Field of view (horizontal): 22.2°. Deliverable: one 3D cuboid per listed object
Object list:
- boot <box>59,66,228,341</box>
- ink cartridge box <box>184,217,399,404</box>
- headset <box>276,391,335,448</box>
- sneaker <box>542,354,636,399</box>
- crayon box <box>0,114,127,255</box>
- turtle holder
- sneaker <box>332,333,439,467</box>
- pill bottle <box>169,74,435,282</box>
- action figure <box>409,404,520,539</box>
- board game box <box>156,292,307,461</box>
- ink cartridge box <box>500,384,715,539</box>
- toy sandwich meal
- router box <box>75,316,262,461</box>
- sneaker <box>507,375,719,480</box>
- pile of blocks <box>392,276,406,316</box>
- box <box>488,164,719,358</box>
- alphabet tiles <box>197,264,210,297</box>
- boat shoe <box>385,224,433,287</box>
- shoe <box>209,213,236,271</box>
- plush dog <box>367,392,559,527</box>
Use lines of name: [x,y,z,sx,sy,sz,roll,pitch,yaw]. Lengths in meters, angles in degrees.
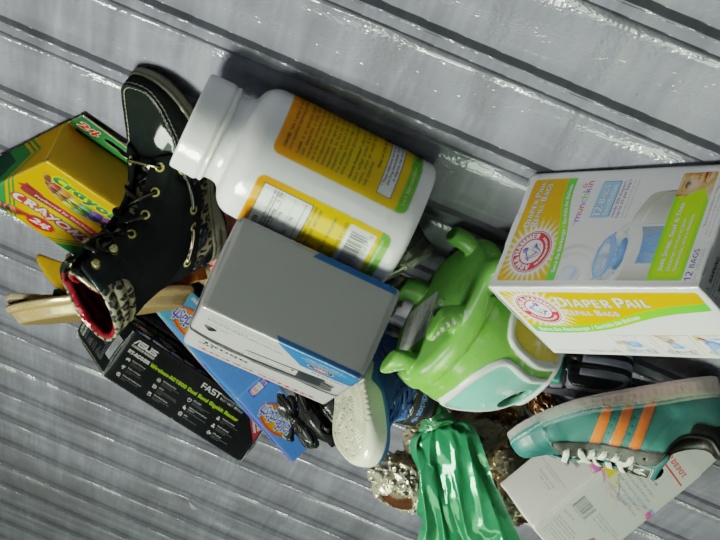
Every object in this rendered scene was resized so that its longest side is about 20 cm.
boot: [-0.194,-0.054,1.573,0.073,0.154,0.205,18,137,35]
ink cartridge box: [-0.063,0.039,1.541,0.144,0.085,0.200,25,167,-5]
headset: [-0.012,0.132,1.831,0.199,0.124,0.094,0,-133,-52]
sneaker: [0.159,0.091,1.716,0.198,0.075,0.088,13,160,22]
crayon box: [-0.271,-0.078,1.773,0.127,0.051,0.199,35,154,-23]
turtle holder: [0.115,0.041,1.591,0.131,0.141,0.186,30,112,-17]
sneaker: [0.030,0.116,1.668,0.110,0.077,0.200,15,-158,-19]
pill bottle: [-0.049,-0.078,1.492,0.199,0.112,0.111,26,157,-6]
action figure: [0.094,0.214,1.762,0.117,0.055,0.202,-13,103,9]
board game box: [-0.139,0.094,1.914,0.200,0.045,0.152,44,173,37]
ink cartridge box: [0.246,0.186,1.758,0.117,0.200,0.068,49,-177,-46]
toy sandwich meal: [-0.248,0.008,1.792,0.203,0.071,0.205,-7,177,0]
router box: [-0.210,0.119,2.050,0.199,0.062,0.150,35,180,-25]
sneaker: [0.234,0.151,1.647,0.198,0.081,0.071,-12,165,0]
pile of blocks: [-0.021,0.049,1.800,0.082,0.063,0.200,32,156,-19]
box: [0.215,-0.006,1.405,0.199,0.113,0.101,0,148,44]
alphabet tiles: [-0.113,0.030,1.830,0.167,0.006,0.200,47,158,4]
boat shoe: [0.000,0.000,1.648,0.064,0.071,0.200,46,152,-6]
shoe: [-0.082,-0.037,1.659,0.091,0.071,0.200,47,138,-2]
plush dog: [0.114,0.144,1.826,0.198,0.161,0.172,8,138,-3]
